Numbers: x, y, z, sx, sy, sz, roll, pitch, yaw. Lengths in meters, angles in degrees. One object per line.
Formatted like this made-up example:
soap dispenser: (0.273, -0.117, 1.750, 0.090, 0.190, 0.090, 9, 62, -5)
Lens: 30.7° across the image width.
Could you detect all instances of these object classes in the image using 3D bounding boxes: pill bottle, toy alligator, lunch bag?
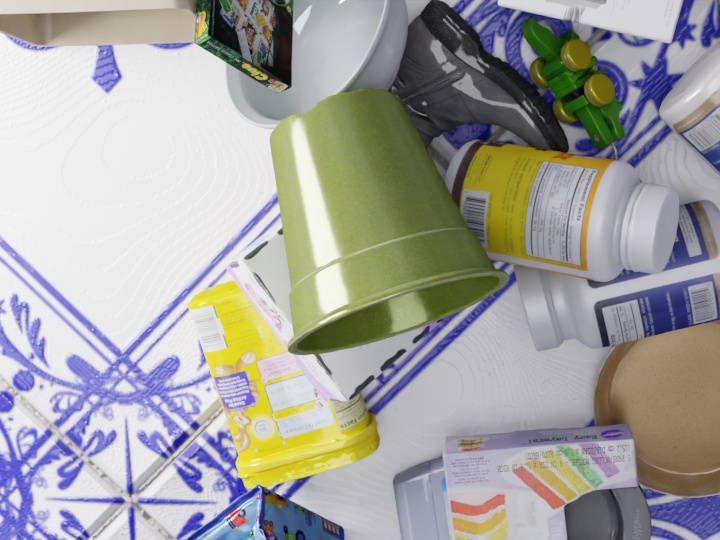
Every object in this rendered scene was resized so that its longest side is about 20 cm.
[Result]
pill bottle: (0.385, -0.118, 1.222, 0.200, 0.111, 0.111, 43, 103, -5)
toy alligator: (0.224, -0.163, 1.257, 0.200, 0.054, 0.059, 55, 146, -7)
pill bottle: (0.254, 0.010, 1.261, 0.199, 0.116, 0.116, -14, 101, 8)
pill bottle: (0.180, -0.053, 1.187, 0.199, 0.109, 0.110, 12, 105, 26)
lunch bag: (-0.131, 0.321, 1.358, 0.200, 0.094, 0.150, -30, 140, 20)

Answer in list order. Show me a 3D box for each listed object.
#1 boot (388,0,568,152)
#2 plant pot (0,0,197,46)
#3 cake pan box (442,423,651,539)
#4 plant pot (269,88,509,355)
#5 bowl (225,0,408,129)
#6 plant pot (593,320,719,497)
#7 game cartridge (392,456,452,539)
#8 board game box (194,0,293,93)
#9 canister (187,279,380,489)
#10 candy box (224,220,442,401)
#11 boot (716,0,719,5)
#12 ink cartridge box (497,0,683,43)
boot: (0.095, -0.152, 1.273, 0.200, 0.070, 0.132, 45, 110, 1)
plant pot: (-0.237, -0.309, 1.202, 0.199, 0.200, 0.178, -1, 93, 5)
cake pan box: (0.190, 0.254, 1.322, 0.199, 0.052, 0.185, -4, 104, 6)
plant pot: (0.004, -0.048, 1.141, 0.199, 0.200, 0.191, -21, 78, 10)
bowl: (-0.025, -0.207, 1.226, 0.201, 0.201, 0.090, -48, 135, 13)
plant pot: (0.335, 0.131, 1.327, 0.199, 0.027, 0.201, 1, 103, 6)
game cartridge: (0.138, 0.252, 1.369, 0.199, 0.040, 0.134, -8, 98, 7)
board game box: (-0.102, -0.267, 1.187, 0.023, 0.201, 0.105, -23, 145, 38)
canister: (-0.078, 0.103, 1.329, 0.148, 0.087, 0.201, -16, 99, 8)
candy box: (0.000, 0.000, 1.257, 0.200, 0.072, 0.168, -39, 100, -19)
boot: (0.368, -0.245, 1.180, 0.200, 0.138, 0.078, 34, 103, -4)
ink cartridge box: (0.190, -0.265, 1.204, 0.199, 0.116, 0.067, 13, 105, 3)
